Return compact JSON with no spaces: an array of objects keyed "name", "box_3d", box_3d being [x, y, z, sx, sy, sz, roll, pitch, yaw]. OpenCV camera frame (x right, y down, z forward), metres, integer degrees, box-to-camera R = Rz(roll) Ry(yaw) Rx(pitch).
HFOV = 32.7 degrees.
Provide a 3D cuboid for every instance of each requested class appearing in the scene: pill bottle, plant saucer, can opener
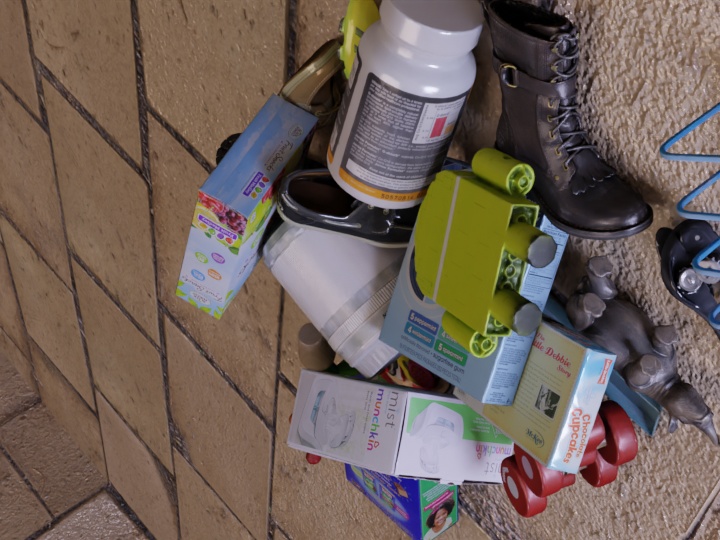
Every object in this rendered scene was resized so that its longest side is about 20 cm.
[{"name":"pill bottle","box_3d":[0.043,-0.166,1.156,0.116,0.116,0.201,43,136,25]},{"name":"plant saucer","box_3d":[0.227,0.082,1.234,0.200,0.019,0.070,45,166,24]},{"name":"can opener","box_3d":[0.317,0.042,1.028,0.063,0.079,0.201,-36,90,24]}]

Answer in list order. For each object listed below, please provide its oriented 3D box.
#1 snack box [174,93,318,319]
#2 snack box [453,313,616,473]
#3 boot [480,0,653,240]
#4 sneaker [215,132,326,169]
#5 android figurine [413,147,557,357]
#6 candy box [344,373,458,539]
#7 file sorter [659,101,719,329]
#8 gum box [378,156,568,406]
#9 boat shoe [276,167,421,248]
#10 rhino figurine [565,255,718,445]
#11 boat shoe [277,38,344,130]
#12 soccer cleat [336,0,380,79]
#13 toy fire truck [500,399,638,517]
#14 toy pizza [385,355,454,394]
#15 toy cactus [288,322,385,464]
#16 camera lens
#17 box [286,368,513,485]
[{"name":"snack box","box_3d":[-0.127,-0.069,1.365,0.067,0.169,0.200,30,144,3]},{"name":"snack box","box_3d":[0.162,0.102,1.186,0.200,0.037,0.117,35,110,64]},{"name":"boot","box_3d":[0.172,-0.133,1.055,0.200,0.069,0.175,37,148,37]},{"name":"sneaker","box_3d":[-0.083,-0.103,1.535,0.199,0.076,0.088,33,175,26]},{"name":"android figurine","box_3d":[0.106,-0.019,1.120,0.200,0.041,0.184,35,119,59]},{"name":"candy box","box_3d":[0.050,0.246,1.654,0.169,0.077,0.201,37,148,36]},{"name":"file sorter","box_3d":[0.315,-0.024,0.876,0.138,0.122,0.201,9,127,55]},{"name":"gum box","box_3d":[0.110,0.006,1.202,0.169,0.044,0.202,29,104,50]},{"name":"boat shoe","box_3d":[0.012,-0.069,1.275,0.068,0.198,0.073,109,166,-70]},{"name":"rhino figurine","box_3d":[0.264,0.081,1.137,0.200,0.060,0.088,50,169,11]},{"name":"boat shoe","box_3d":[-0.054,-0.191,1.377,0.066,0.074,0.200,44,155,-4]},{"name":"soccer cleat","box_3d":[0.027,-0.190,1.264,0.083,0.065,0.202,4,123,22]},{"name":"toy fire truck","box_3d":[0.193,0.149,1.278,0.200,0.111,0.169,99,149,-65]},{"name":"toy pizza","box_3d":[0.043,0.081,1.537,0.200,0.032,0.201,40,149,31]},{"name":"toy cactus","box_3d":[-0.040,0.122,1.500,0.101,0.201,0.165,15,153,18]},{"name":"camera lens","box_3d":[0.000,0.000,1.375,0.200,0.160,0.160,50,152,6]},{"name":"box","box_3d":[0.049,0.183,1.413,0.176,0.199,0.098,6,84,46]}]
